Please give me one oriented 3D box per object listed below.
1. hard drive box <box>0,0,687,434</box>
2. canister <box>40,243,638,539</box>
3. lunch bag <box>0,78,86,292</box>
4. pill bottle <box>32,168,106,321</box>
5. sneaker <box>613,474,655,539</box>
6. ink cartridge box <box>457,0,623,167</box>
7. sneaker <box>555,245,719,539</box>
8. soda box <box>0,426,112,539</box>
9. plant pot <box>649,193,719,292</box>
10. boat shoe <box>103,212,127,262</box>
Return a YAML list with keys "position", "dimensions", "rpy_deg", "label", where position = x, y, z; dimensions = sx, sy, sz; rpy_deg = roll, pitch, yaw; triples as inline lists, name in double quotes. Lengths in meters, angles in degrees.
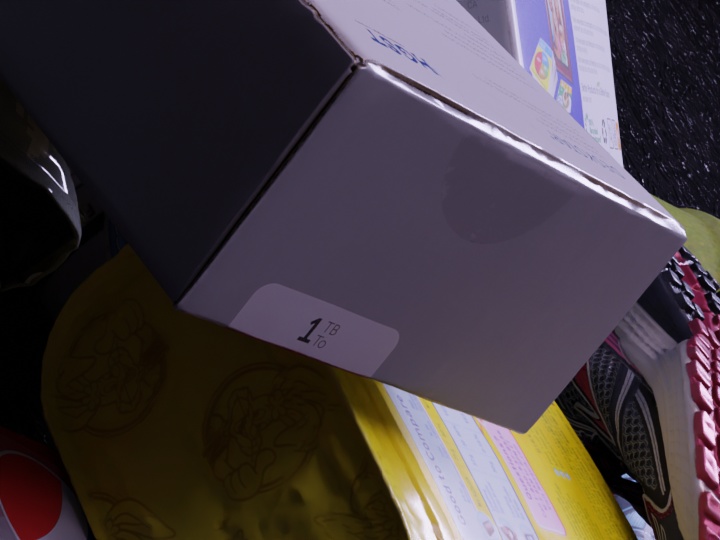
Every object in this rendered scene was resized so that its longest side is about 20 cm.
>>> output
- position: [-0.028, -0.061, 0.676]
  dimensions: [0.155, 0.077, 0.200]
  rpy_deg: [23, 20, -50]
  label: "hard drive box"
- position: [0.009, 0.076, 0.743]
  dimensions: [0.200, 0.086, 0.149]
  rpy_deg: [25, 31, -58]
  label: "canister"
- position: [-0.172, -0.090, 0.748]
  dimensions: [0.200, 0.117, 0.165]
  rpy_deg: [31, 33, -42]
  label: "lunch bag"
- position: [-0.087, -0.046, 0.902]
  dimensions: [0.201, 0.110, 0.111]
  rpy_deg: [58, 18, 8]
  label: "pill bottle"
- position: [0.075, 0.095, 0.943]
  dimensions: [0.095, 0.080, 0.201]
  rpy_deg: [12, 35, -20]
  label: "sneaker"
- position: [0.056, -0.131, 0.931]
  dimensions: [0.198, 0.047, 0.202]
  rpy_deg: [-4, 86, -73]
  label: "ink cartridge box"
- position: [0.106, 0.058, 0.869]
  dimensions: [0.081, 0.075, 0.200]
  rpy_deg: [43, 18, -27]
  label: "sneaker"
- position: [-0.095, 0.096, 0.699]
  dimensions: [0.200, 0.070, 0.064]
  rpy_deg: [33, 27, -51]
  label: "soda box"
- position: [0.067, 0.020, 1.097]
  dimensions: [0.184, 0.200, 0.201]
  rpy_deg: [33, 26, -24]
  label: "plant pot"
- position: [-0.028, -0.056, 0.822]
  dimensions: [0.072, 0.072, 0.201]
  rpy_deg: [33, 44, -17]
  label: "boat shoe"
